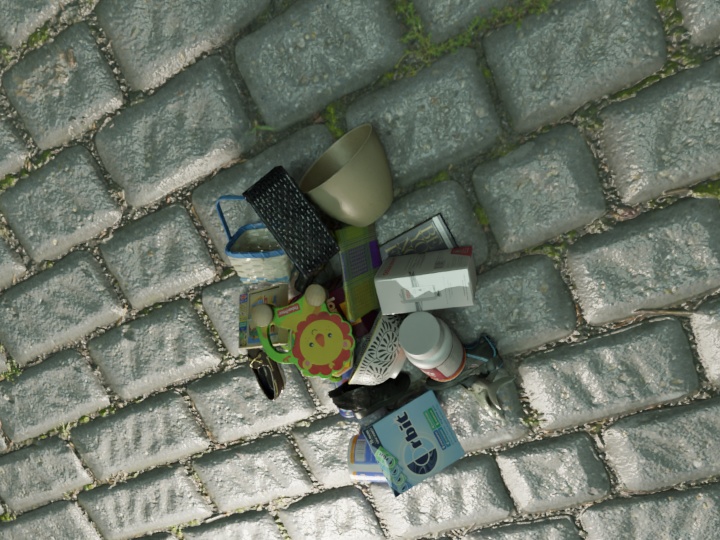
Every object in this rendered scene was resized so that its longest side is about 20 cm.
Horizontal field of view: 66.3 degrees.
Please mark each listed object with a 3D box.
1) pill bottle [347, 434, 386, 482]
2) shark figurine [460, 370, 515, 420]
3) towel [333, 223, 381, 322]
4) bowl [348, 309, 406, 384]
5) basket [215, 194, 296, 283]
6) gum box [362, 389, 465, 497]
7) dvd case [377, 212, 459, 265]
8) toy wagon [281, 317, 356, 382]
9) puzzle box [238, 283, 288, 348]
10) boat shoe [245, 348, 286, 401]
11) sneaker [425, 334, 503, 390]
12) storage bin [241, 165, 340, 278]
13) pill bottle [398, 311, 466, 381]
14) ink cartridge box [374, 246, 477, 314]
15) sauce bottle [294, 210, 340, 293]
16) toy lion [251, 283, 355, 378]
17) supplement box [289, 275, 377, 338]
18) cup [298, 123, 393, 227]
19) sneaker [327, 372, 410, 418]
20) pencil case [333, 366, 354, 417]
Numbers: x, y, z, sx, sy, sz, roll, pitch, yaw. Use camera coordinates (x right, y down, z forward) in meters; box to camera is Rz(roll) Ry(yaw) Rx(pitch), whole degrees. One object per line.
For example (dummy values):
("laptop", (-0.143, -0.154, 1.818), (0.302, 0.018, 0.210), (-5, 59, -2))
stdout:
("pill bottle", (0.071, 0.479, 1.404), (0.194, 0.112, 0.115), (-3, 111, 15))
("shark figurine", (0.297, 0.262, 1.267), (0.090, 0.216, 0.127), (-45, 62, -12))
("towel", (0.000, 0.000, 1.199), (0.022, 0.142, 0.206), (-1, 104, 37))
("bowl", (0.054, 0.181, 1.239), (0.092, 0.201, 0.204), (26, 116, 2))
("basket", (-0.224, -0.076, 1.235), (0.171, 0.141, 0.204), (2, 128, 12))
("gum box", (0.127, 0.412, 1.326), (0.197, 0.045, 0.173), (-29, 81, -2))
("dvd case", (0.129, -0.018, 1.243), (0.197, 0.016, 0.151), (-27, 102, 22))
("toy wagon", (-0.108, 0.171, 1.252), (0.194, 0.040, 0.159), (9, 114, 10))
("puzzle box", (-0.231, 0.111, 1.296), (0.198, 0.025, 0.137), (-15, 72, 49))
("boat shoe", (-0.253, 0.238, 1.418), (0.070, 0.060, 0.205), (-14, 107, 20))
("sneaker", (0.234, 0.220, 1.294), (0.197, 0.073, 0.084), (-29, 79, 22))
("storage bin", (-0.139, -0.098, 1.102), (0.093, 0.135, 0.202), (-37, 107, -7))
("pill bottle", (0.155, 0.164, 1.186), (0.107, 0.113, 0.200), (-10, 154, 21))
("ink cartridge box", (0.141, 0.019, 1.164), (0.194, 0.147, 0.085), (-8, 108, 18))
("sauce bottle", (-0.104, -0.041, 1.268), (0.063, 0.065, 0.204), (25, 117, 3))
("toy lion", (-0.114, 0.140, 1.176), (0.195, 0.069, 0.197), (-19, 86, 1))
("supplement box", (-0.079, 0.108, 1.298), (0.196, 0.103, 0.133), (-25, 103, 21))
("cup", (-0.011, -0.177, 1.131), (0.198, 0.202, 0.144), (-33, 116, 23))
("sneaker", (0.025, 0.279, 1.313), (0.197, 0.060, 0.106), (-30, 120, -11))
("pencil case", (-0.036, 0.258, 1.362), (0.076, 0.087, 0.205), (-14, 111, -7))
